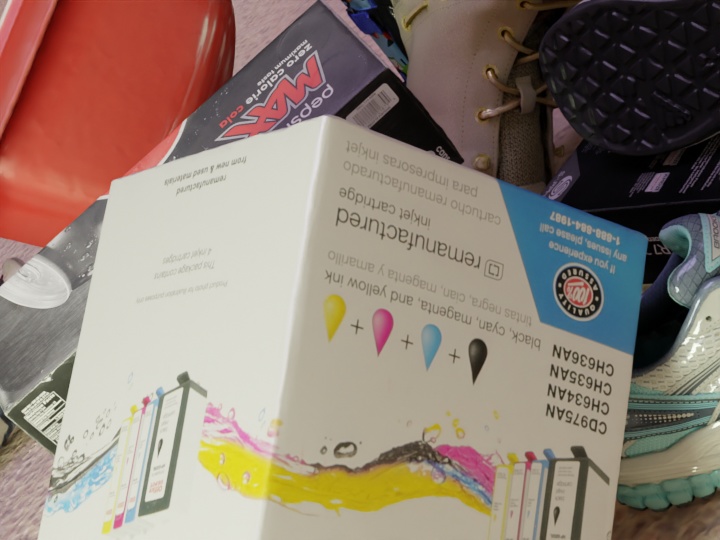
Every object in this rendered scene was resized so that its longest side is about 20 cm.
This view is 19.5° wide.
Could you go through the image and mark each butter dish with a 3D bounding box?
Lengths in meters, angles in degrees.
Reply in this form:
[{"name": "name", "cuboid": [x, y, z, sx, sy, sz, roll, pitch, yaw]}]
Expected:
[{"name": "butter dish", "cuboid": [-0.117, -0.080, 1.060, 0.200, 0.147, 0.200, 144, 146, -76]}]

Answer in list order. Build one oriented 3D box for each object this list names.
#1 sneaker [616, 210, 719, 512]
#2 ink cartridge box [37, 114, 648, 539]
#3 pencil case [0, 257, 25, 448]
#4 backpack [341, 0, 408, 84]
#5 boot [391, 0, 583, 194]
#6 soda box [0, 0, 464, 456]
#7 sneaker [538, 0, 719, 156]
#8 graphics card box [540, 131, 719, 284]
[{"name": "sneaker", "cuboid": [0.152, 0.012, 0.743, 0.200, 0.086, 0.078, -32, 24, 21]}, {"name": "ink cartridge box", "cuboid": [-0.010, 0.073, 0.720, 0.144, 0.147, 0.201, -11, 66, 53]}, {"name": "pencil case", "cuboid": [-0.252, 0.083, 1.283, 0.200, 0.078, 0.089, -47, 37, -14]}, {"name": "backpack", "cuboid": [0.052, -0.214, 1.176, 0.134, 0.200, 0.183, -15, 34, 47]}, {"name": "boot", "cuboid": [0.078, -0.097, 0.985, 0.072, 0.155, 0.200, -6, 4, -30]}, {"name": "soda box", "cuboid": [-0.060, -0.011, 0.836, 0.200, 0.063, 0.071, -42, 41, 1]}, {"name": "sneaker", "cuboid": [0.164, -0.100, 0.858, 0.200, 0.072, 0.083, -14, 11, 47]}, {"name": "graphics card box", "cuboid": [0.173, -0.054, 0.881, 0.200, 0.051, 0.126, -3, 44, 56]}]
